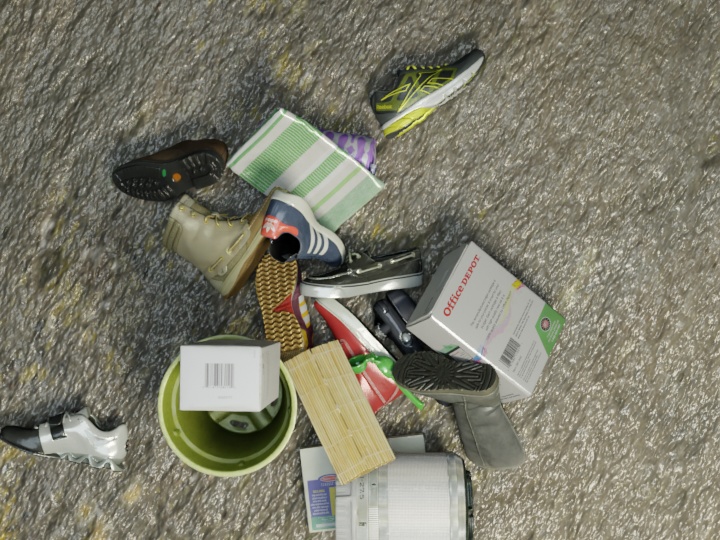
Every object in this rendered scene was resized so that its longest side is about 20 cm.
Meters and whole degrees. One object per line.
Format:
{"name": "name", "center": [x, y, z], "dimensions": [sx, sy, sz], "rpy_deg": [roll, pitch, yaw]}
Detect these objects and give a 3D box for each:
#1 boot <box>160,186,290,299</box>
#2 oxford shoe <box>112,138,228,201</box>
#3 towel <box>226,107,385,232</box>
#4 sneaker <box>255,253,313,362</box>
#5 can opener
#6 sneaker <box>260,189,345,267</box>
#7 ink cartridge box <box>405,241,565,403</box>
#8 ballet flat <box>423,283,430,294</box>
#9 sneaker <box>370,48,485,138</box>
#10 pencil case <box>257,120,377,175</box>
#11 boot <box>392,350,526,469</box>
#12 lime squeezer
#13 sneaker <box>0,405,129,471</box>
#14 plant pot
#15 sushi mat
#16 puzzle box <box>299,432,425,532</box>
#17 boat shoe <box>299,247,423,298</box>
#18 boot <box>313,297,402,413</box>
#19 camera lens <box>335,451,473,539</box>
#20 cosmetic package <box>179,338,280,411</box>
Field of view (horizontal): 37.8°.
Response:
{"name": "boot", "center": [-0.209, -0.077, 1.617], "dimensions": [0.155, 0.073, 0.201], "rpy_deg": [38, 114, 8]}
{"name": "oxford shoe", "center": [-0.293, -0.160, 1.645], "dimensions": [0.198, 0.085, 0.073], "rpy_deg": [-7, 125, 17]}
{"name": "towel", "center": [-0.085, -0.144, 1.592], "dimensions": [0.199, 0.023, 0.152], "rpy_deg": [38, 125, -18]}
{"name": "sneaker", "center": [-0.115, 0.065, 1.635], "dimensions": [0.074, 0.090, 0.202], "rpy_deg": [-10, 62, 8]}
{"name": "can opener", "center": [0.085, 0.125, 1.628], "dimensions": [0.078, 0.063, 0.201], "rpy_deg": [-31, 88, 1]}
{"name": "sneaker", "center": [-0.091, -0.039, 1.576], "dimensions": [0.074, 0.200, 0.085], "rpy_deg": [16, 72, 34]}
{"name": "ink cartridge box", "center": [0.187, 0.078, 1.568], "dimensions": [0.199, 0.084, 0.145], "rpy_deg": [38, 62, -13]}
{"name": "ballet flat", "center": [0.157, 0.109, 1.631], "dimensions": [0.070, 0.071, 0.202], "rpy_deg": [-18, 90, 1]}
{"name": "sneaker", "center": [0.102, -0.290, 1.627], "dimensions": [0.199, 0.074, 0.085], "rpy_deg": [-36, 88, 1]}
{"name": "pencil case", "center": [-0.069, -0.178, 1.631], "dimensions": [0.198, 0.084, 0.086], "rpy_deg": [11, 113, 3]}
{"name": "boot", "center": [0.150, 0.214, 1.585], "dimensions": [0.180, 0.201, 0.073], "rpy_deg": [11, 57, 29]}
{"name": "lime squeezer", "center": [0.008, 0.154, 1.591], "dimensions": [0.198, 0.038, 0.071], "rpy_deg": [14, 129, -8]}
{"name": "sneaker", "center": [-0.458, 0.250, 1.641], "dimensions": [0.198, 0.074, 0.089], "rpy_deg": [12, 90, -8]}
{"name": "plant pot", "center": [-0.186, 0.193, 1.575], "dimensions": [0.198, 0.184, 0.203], "rpy_deg": [0, 89, 1]}
{"name": "sushi mat", "center": [-0.031, 0.202, 1.526], "dimensions": [0.095, 0.012, 0.201], "rpy_deg": [-20, 72, -23]}
{"name": "puzzle box", "center": [0.009, 0.331, 1.647], "dimensions": [0.198, 0.025, 0.135], "rpy_deg": [-6, 90, 2]}
{"name": "boat shoe", "center": [0.000, 0.000, 1.614], "dimensions": [0.198, 0.071, 0.064], "rpy_deg": [-8, 103, -18]}
{"name": "boot", "center": [-0.033, 0.145, 1.630], "dimensions": [0.144, 0.072, 0.200], "rpy_deg": [-42, 92, 2]}
{"name": "camera lens", "center": [0.065, 0.350, 1.553], "dimensions": [0.198, 0.160, 0.162], "rpy_deg": [-1, 89, 2]}
{"name": "cosmetic package", "center": [-0.168, 0.134, 1.384], "dimensions": [0.106, 0.200, 0.086], "rpy_deg": [0, 87, 3]}
